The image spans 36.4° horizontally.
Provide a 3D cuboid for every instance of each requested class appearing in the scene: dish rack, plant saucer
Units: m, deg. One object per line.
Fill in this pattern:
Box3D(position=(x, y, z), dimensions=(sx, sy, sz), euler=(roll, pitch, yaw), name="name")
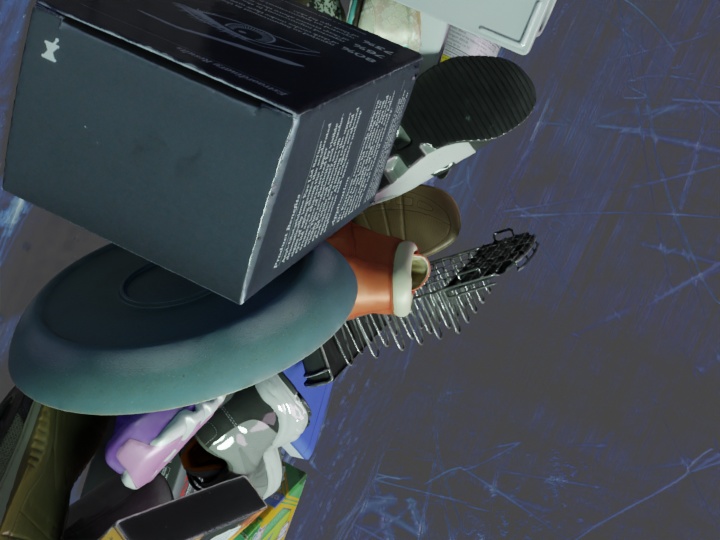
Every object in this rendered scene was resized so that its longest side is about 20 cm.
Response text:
Box3D(position=(0.052, 0.024, 0.894), dimensions=(0.055, 0.199, 0.153), euler=(68, 23, -9), name="dish rack")
Box3D(position=(-0.101, 0.014, 0.615), dimensions=(0.200, 0.199, 0.028), euler=(-49, 136, -54), name="plant saucer")

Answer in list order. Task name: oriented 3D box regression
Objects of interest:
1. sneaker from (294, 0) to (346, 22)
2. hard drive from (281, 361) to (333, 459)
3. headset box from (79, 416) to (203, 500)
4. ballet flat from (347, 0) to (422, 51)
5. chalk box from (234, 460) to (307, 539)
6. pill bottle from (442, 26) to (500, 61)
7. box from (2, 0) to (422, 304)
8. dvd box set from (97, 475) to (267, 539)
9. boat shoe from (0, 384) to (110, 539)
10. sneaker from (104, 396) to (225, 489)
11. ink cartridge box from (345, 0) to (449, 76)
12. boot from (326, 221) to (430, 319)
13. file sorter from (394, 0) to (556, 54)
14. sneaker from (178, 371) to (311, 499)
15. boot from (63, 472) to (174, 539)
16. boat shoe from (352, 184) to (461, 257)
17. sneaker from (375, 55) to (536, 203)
Box3D(position=(-0.035, -0.111, 0.761), dimensions=(0.088, 0.077, 0.201), euler=(-8, -117, 51), name="sneaker")
Box3D(position=(-0.057, 0.069, 0.919), dimensions=(0.200, 0.025, 0.132), euler=(66, 37, -64), name="hard drive")
Box3D(position=(-0.142, 0.114, 0.895), dimensions=(0.149, 0.077, 0.200), euler=(-69, 170, 20), name="headset box")
Box3D(position=(0.032, -0.247, 0.809), dimensions=(0.067, 0.062, 0.201), euler=(102, -3, -74), name="ballet flat")
Box3D(position=(-0.152, 0.247, 1.009), dimensions=(0.125, 0.123, 0.200), euler=(-69, 168, 18), name="chalk box")
Box3D(position=(0.090, -0.233, 1.142), dimensions=(0.201, 0.104, 0.104), euler=(-66, 169, 3), name="pill bottle")
Box3D(position=(-0.073, -0.085, 0.603), dimensions=(0.200, 0.148, 0.105), euler=(-40, 153, -61), name="box")
Box3D(position=(-0.162, 0.210, 0.676), dimensions=(0.200, 0.029, 0.146), euler=(-45, 164, 16), name="dvd box set")
Box3D(position=(-0.200, 0.106, 0.644), dimensions=(0.072, 0.066, 0.201), euler=(73, 19, -45), name="boat shoe")
Box3D(position=(-0.124, 0.051, 0.675), dimensions=(0.080, 0.088, 0.200), euler=(-43, -166, 24), name="sneaker")
Box3D(position=(0.027, -0.183, 0.941), dimensions=(0.146, 0.082, 0.200), euler=(-73, 178, -46), name="ink cartridge box")
Box3D(position=(0.000, 0.000, 0.820), dimensions=(0.200, 0.107, 0.075), euler=(-67, 155, -77), name="boot")
Box3D(position=(0.048, -0.242, 0.688), dimensions=(0.139, 0.199, 0.125), euler=(-69, 170, 19), name="file sorter")
Box3D(position=(-0.096, 0.125, 0.769), dimensions=(0.079, 0.074, 0.200), euler=(-32, 162, -26), name="sneaker")
Box3D(position=(-0.200, 0.182, 0.708), dimensions=(0.200, 0.070, 0.132), euler=(-43, 159, -30), name="boot")
Box3D(position=(-0.004, -0.036, 0.948), dimensions=(0.063, 0.199, 0.074), euler=(-14, 97, -67), name="boat shoe")
Box3D(position=(0.044, -0.105, 0.865), dimensions=(0.199, 0.074, 0.089), euler=(-26, 173, -14), name="sneaker")
